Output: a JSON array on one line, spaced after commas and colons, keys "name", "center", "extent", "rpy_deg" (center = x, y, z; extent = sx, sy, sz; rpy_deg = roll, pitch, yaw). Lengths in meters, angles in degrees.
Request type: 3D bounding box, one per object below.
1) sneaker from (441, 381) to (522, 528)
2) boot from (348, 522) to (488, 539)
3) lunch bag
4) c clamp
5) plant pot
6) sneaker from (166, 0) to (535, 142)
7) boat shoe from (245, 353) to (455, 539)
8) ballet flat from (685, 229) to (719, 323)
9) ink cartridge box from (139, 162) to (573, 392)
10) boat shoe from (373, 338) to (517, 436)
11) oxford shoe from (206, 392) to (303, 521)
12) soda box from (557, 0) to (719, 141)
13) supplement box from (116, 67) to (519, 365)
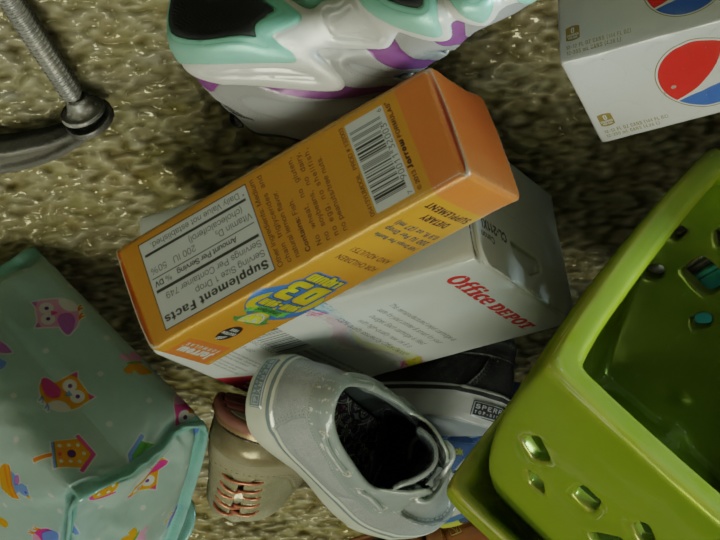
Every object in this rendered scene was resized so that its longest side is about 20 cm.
[{"name": "sneaker", "center": [0.079, 0.101, 1.415], "extent": [0.082, 0.074, 0.200], "rpy_deg": [55, 147, -1]}, {"name": "boot", "center": [0.023, 0.226, 1.560], "extent": [0.155, 0.077, 0.200], "rpy_deg": [-4, 150, -45]}, {"name": "lunch bag", "center": [-0.188, 0.116, 1.387], "extent": [0.122, 0.170, 0.200], "rpy_deg": [-33, 154, -30]}, {"name": "c clamp", "center": [-0.194, -0.118, 1.208], "extent": [0.170, 0.027, 0.200], "rpy_deg": [-7, 141, 12]}, {"name": "plant pot", "center": [0.176, 0.093, 1.217], "extent": [0.200, 0.199, 0.182], "rpy_deg": [41, 141, 2]}, {"name": "sneaker", "center": [0.013, -0.114, 1.176], "extent": [0.199, 0.078, 0.140], "rpy_deg": [-6, 147, 18]}, {"name": "boat shoe", "center": [0.012, 0.108, 1.299], "extent": [0.071, 0.070, 0.201], "rpy_deg": [11, 162, 37]}, {"name": "ballet flat", "center": [0.194, 0.018, 1.336], "extent": [0.068, 0.068, 0.200], "rpy_deg": [21, 139, -15]}, {"name": "ink cartridge box", "center": [0.000, 0.000, 1.278], "extent": [0.199, 0.083, 0.146], "rpy_deg": [-16, 158, 22]}, {"name": "boat shoe", "center": [0.013, 0.060, 1.398], "extent": [0.073, 0.068, 0.199], "rpy_deg": [22, 164, -39]}, {"name": "oxford shoe", "center": [-0.060, 0.118, 1.374], "extent": [0.070, 0.074, 0.200], "rpy_deg": [20, 175, 7]}, {"name": "soda box", "center": [0.201, -0.131, 1.143], "extent": [0.199, 0.064, 0.068], "rpy_deg": [-14, 139, 19]}, {"name": "supplement box", "center": [-0.024, -0.024, 1.169], "extent": [0.199, 0.069, 0.066], "rpy_deg": [-27, 159, 22]}]
